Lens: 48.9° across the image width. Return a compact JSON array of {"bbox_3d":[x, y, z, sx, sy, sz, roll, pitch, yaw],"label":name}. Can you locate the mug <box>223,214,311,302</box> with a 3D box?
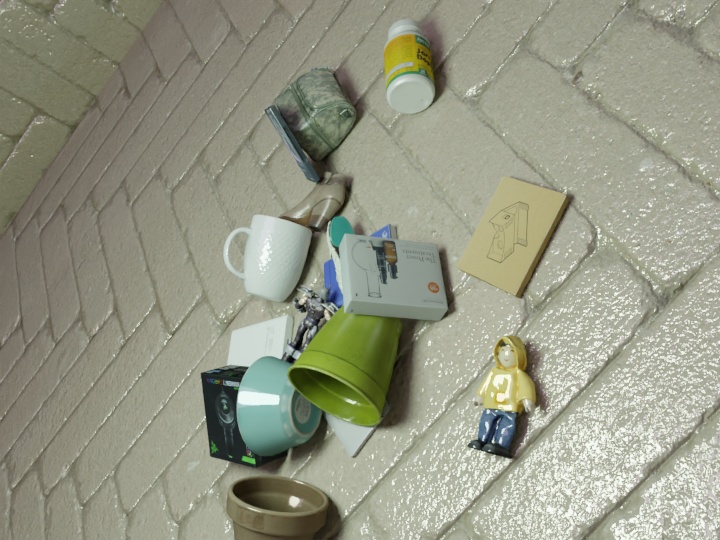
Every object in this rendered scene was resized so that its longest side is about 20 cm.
[{"bbox_3d":[-0.224,-0.030,1.841,0.147,0.197,0.179,1,76,62],"label":"mug"}]

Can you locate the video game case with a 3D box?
[{"bbox_3d":[-0.165,-0.304,1.906,0.019,0.202,0.143,-34,15,-5],"label":"video game case"}]

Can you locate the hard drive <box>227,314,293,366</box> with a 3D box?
[{"bbox_3d":[-0.239,0.189,1.864,0.197,0.026,0.135,-17,58,39],"label":"hard drive"}]

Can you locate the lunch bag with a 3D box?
[{"bbox_3d":[-0.104,-0.401,1.973,0.167,0.139,0.202,-36,45,10],"label":"lunch bag"}]

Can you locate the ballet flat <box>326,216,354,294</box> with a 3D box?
[{"bbox_3d":[-0.041,-0.028,1.713,0.071,0.071,0.203,-37,46,25],"label":"ballet flat"}]

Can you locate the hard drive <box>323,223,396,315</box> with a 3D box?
[{"bbox_3d":[0.000,0.000,1.721,0.198,0.025,0.134,-29,50,32],"label":"hard drive"}]

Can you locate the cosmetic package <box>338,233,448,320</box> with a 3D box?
[{"bbox_3d":[0.062,0.013,1.524,0.052,0.196,0.153,120,150,-53],"label":"cosmetic package"}]

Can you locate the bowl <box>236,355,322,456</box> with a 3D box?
[{"bbox_3d":[-0.149,0.275,1.607,0.103,0.200,0.205,-5,65,31],"label":"bowl"}]

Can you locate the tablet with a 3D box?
[{"bbox_3d":[-0.024,0.266,1.611,0.131,0.014,0.200,-53,42,10],"label":"tablet"}]

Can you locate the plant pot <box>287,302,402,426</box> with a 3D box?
[{"bbox_3d":[-0.011,0.162,1.528,0.198,0.201,0.195,-1,50,45],"label":"plant pot"}]

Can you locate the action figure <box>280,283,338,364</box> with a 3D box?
[{"bbox_3d":[-0.110,0.119,1.723,0.129,0.069,0.203,33,103,34],"label":"action figure"}]

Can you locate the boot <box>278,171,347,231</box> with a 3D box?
[{"bbox_3d":[-0.110,-0.167,1.905,0.198,0.070,0.148,10,70,47],"label":"boot"}]

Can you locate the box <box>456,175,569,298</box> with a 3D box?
[{"bbox_3d":[0.280,-0.067,1.472,0.163,0.021,0.203,27,90,49],"label":"box"}]

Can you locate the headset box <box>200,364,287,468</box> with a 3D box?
[{"bbox_3d":[-0.252,0.316,1.708,0.172,0.092,0.205,0,97,45],"label":"headset box"}]

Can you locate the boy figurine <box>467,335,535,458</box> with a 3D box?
[{"bbox_3d":[0.244,0.208,1.328,0.123,0.064,0.204,5,76,50],"label":"boy figurine"}]

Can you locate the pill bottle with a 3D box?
[{"bbox_3d":[0.109,-0.469,1.801,0.112,0.112,0.204,-26,51,33],"label":"pill bottle"}]

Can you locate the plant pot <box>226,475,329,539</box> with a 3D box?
[{"bbox_3d":[-0.167,0.510,1.510,0.198,0.198,0.179,12,94,48],"label":"plant pot"}]
